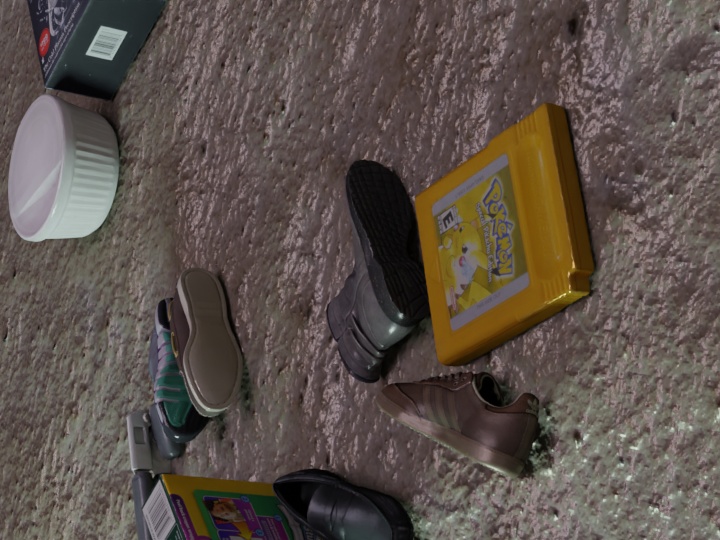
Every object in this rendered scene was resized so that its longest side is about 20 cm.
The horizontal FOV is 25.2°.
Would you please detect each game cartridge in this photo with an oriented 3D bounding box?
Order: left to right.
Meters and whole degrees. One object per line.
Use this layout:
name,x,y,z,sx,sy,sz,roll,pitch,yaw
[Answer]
game cartridge,0.125,-0.029,1.449,0.200,0.032,0.178,-36,54,49

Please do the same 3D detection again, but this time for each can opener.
can opener,-0.243,0.256,1.939,0.067,0.053,0.201,-39,53,48

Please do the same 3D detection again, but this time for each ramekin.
ramekin,-0.410,-0.136,2.242,0.202,0.094,0.204,-19,68,54

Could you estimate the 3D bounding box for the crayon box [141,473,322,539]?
crayon box,-0.108,0.299,1.611,0.058,0.172,0.200,-58,39,27

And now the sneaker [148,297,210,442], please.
sneaker,-0.218,0.133,1.924,0.088,0.074,0.201,118,154,-45

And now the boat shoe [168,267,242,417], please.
boat shoe,-0.185,0.091,1.870,0.060,0.071,0.201,-57,36,42

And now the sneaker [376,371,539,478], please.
sneaker,0.093,0.125,1.453,0.200,0.070,0.076,22,83,53

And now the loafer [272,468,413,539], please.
loafer,-0.019,0.241,1.579,0.200,0.070,0.069,17,98,57

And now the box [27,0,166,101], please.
box,-0.367,-0.372,2.214,0.200,0.103,0.183,-52,42,37

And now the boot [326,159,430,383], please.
boot,0.000,0.000,1.608,0.132,0.069,0.201,-52,39,46
